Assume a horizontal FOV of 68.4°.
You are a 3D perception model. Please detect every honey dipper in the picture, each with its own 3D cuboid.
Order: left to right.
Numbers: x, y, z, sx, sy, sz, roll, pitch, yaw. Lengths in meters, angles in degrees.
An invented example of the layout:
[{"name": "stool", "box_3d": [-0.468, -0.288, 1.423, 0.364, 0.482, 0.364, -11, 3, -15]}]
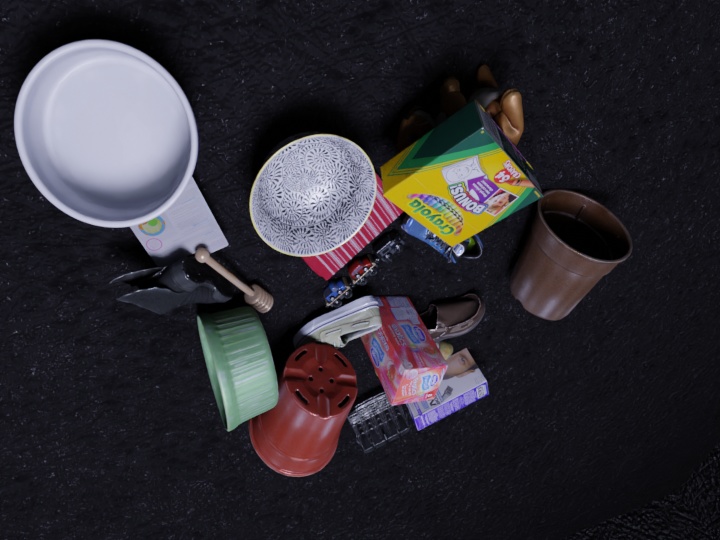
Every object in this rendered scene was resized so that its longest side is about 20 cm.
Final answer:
[{"name": "honey dipper", "box_3d": [-0.211, 0.016, 0.886, 0.037, 0.039, 0.200, -33, 144, 6]}]

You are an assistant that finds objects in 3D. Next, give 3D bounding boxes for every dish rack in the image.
[{"name": "dish rack", "box_3d": [0.043, 0.369, 1.324, 0.149, 0.055, 0.204, -26, 133, -6]}]

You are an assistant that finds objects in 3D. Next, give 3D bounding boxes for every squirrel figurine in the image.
[{"name": "squirrel figurine", "box_3d": [0.153, -0.194, 0.844, 0.181, 0.144, 0.203, -22, 132, 3]}]

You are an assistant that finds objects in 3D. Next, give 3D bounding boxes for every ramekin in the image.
[{"name": "ramekin", "box_3d": [-0.214, 0.163, 0.927, 0.094, 0.202, 0.205, -15, 134, -22]}]

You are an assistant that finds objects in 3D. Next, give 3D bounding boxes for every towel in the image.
[{"name": "towel", "box_3d": [-0.033, -0.085, 0.923, 0.198, 0.023, 0.145, -40, 132, 7]}]

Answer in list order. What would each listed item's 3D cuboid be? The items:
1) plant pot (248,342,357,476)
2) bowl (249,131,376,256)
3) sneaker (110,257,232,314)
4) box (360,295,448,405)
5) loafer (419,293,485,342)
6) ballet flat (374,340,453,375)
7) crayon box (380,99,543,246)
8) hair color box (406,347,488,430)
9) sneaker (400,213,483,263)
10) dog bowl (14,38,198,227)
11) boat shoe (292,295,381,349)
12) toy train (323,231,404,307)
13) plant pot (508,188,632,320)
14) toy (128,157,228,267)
[{"name": "plant pot", "box_3d": [-0.101, 0.258, 1.028, 0.193, 0.206, 0.198, 2, 140, -26]}, {"name": "bowl", "box_3d": [-0.079, -0.133, 0.808, 0.193, 0.096, 0.206, -13, 133, -14]}, {"name": "sneaker", "box_3d": [-0.287, 0.029, 0.836, 0.101, 0.062, 0.200, -26, 164, 5]}, {"name": "box", "box_3d": [0.078, 0.151, 1.051, 0.099, 0.202, 0.097, -1, 128, -25]}, {"name": "loafer", "box_3d": [0.182, 0.106, 1.151, 0.195, 0.074, 0.072, -28, 136, -2]}, {"name": "ballet flat", "box_3d": [0.122, 0.189, 1.200, 0.192, 0.072, 0.072, -16, 134, -10]}, {"name": "crayon box", "box_3d": [0.152, -0.131, 0.791, 0.170, 0.060, 0.197, -30, 141, 30]}, {"name": "hair color box", "box_3d": [0.200, 0.286, 1.289, 0.194, 0.111, 0.066, -25, 134, -4]}, {"name": "sneaker", "box_3d": [0.160, -0.069, 0.981, 0.194, 0.090, 0.080, 13, 121, -33]}, {"name": "dog bowl", "box_3d": [-0.294, -0.161, 0.636, 0.192, 0.079, 0.209, -4, 105, -14]}, {"name": "boat shoe", "box_3d": [-0.047, 0.118, 1.034, 0.196, 0.064, 0.072, -30, 152, 18]}, {"name": "toy train", "box_3d": [0.000, 0.000, 1.002, 0.199, 0.035, 0.046, -42, 131, 12]}, {"name": "plant pot", "box_3d": [0.410, -0.020, 1.084, 0.192, 0.204, 0.202, -4, 137, -22]}, {"name": "toy", "box_3d": [-0.283, -0.097, 0.772, 0.111, 0.048, 0.203, -22, 140, -5]}]
